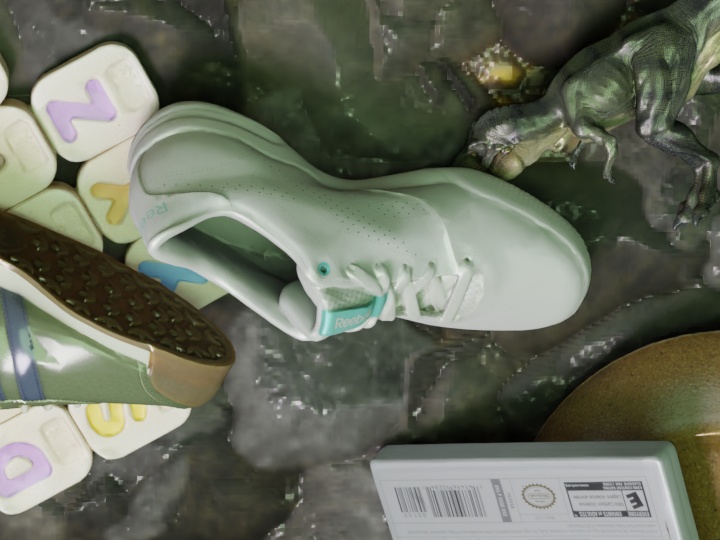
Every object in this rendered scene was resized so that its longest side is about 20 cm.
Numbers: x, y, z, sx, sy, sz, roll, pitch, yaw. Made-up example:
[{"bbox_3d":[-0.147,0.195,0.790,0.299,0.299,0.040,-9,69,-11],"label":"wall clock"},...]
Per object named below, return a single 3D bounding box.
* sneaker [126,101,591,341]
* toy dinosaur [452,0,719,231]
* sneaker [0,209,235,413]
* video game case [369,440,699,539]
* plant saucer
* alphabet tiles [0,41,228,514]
[{"bbox_3d":[0.000,0.000,1.175,0.199,0.089,0.076,14,124,-13],"label":"sneaker"},{"bbox_3d":[0.134,-0.076,1.198,0.200,0.047,0.088,-38,102,3],"label":"toy dinosaur"},{"bbox_3d":[-0.158,0.026,1.175,0.199,0.067,0.090,24,112,-14],"label":"sneaker"},{"bbox_3d":[0.092,0.165,1.246,0.142,0.018,0.201,-3,114,33],"label":"video game case"},{"bbox_3d":[0.161,0.125,1.244,0.199,0.035,0.201,4,112,9],"label":"plant saucer"},{"bbox_3d":[-0.154,0.000,1.204,0.195,0.015,0.201,-27,110,3],"label":"alphabet tiles"}]
